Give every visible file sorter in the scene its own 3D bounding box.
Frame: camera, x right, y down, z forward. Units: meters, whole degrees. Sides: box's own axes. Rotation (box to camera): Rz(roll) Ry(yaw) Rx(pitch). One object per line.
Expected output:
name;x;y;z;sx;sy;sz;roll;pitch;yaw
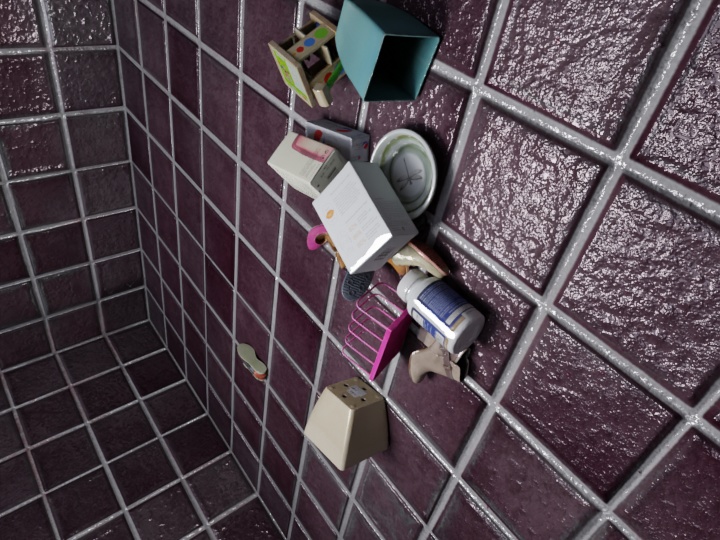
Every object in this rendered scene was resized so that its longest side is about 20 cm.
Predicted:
file sorter;0.043;0.153;1.338;0.125;0.139;0.202;33;133;19

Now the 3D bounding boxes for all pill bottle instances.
pill bottle;0.178;0.086;1.173;0.200;0.110;0.112;43;137;32

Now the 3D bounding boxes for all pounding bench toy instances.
pounding bench toy;-0.085;-0.483;1.198;0.200;0.155;0.125;47;171;28

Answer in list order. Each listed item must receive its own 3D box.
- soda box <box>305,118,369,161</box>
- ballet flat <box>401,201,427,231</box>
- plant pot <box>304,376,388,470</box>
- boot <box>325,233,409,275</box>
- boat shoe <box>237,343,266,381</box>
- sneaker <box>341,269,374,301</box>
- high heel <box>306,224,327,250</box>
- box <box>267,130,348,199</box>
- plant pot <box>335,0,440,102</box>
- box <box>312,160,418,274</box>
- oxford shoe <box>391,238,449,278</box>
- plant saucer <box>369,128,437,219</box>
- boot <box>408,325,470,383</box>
soda box;-0.063;-0.338;1.330;0.199;0.063;0.069;33;131;41
ballet flat;0.078;-0.154;1.232;0.199;0.056;0.067;39;143;37
plant pot;-0.033;0.451;1.576;0.199;0.198;0.180;29;117;42
boot;0.019;-0.046;1.265;0.202;0.154;0.077;59;167;1
boat shoe;-0.479;0.401;2.246;0.199;0.071;0.063;40;138;29
sneaker;0.000;0.000;1.328;0.070;0.202;0.082;30;154;-7
high heel;-0.092;-0.096;1.485;0.200;0.067;0.097;-45;59;39
box;-0.120;-0.258;1.311;0.199;0.110;0.128;32;175;41
plant pot;0.036;-0.476;1.070;0.201;0.140;0.142;58;144;28
box;0.008;-0.120;1.160;0.152;0.106;0.202;-41;70;36
oxford shoe;0.119;-0.036;1.200;0.199;0.070;0.074;39;112;22
plant saucer;0.104;-0.217;1.161;0.198;0.050;0.204;13;109;43
boot;0.196;0.229;1.257;0.145;0.070;0.203;31;130;39
